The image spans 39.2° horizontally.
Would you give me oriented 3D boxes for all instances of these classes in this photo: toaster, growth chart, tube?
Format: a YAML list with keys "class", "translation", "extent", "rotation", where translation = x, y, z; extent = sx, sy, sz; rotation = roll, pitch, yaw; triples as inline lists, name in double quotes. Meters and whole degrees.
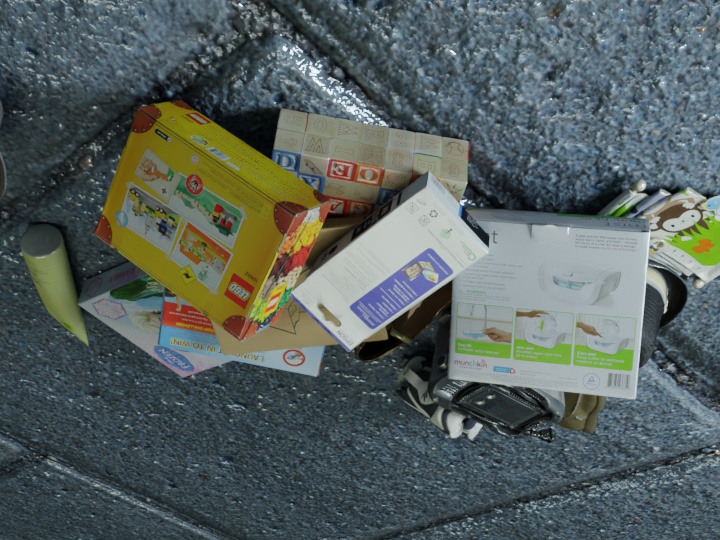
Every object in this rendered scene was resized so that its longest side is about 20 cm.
- class: "toaster"
  translation: [0.177, 0.119, 1.258]
  extent: [0.199, 0.130, 0.113]
  rotation: [27, 140, -24]
- class: "growth chart"
  translation: [0.347, -0.042, 1.112]
  extent: [0.198, 0.018, 0.145]
  rotation: [18, 141, -16]
- class: "tube"
  translation: [-0.385, 0.023, 1.280]
  extent: [0.051, 0.059, 0.201]
  rotation: [-5, 146, -8]

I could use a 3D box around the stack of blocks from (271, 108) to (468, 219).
- class: "stack of blocks"
  translation: [0.004, -0.093, 1.059]
  extent: [0.198, 0.059, 0.116]
  rotation: [10, 143, -5]

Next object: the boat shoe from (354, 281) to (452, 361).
- class: "boat shoe"
  translation: [0.061, 0.056, 1.236]
  extent: [0.074, 0.075, 0.202]
  rotation: [26, 139, -24]

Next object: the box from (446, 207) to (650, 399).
- class: "box"
  translation: [0.198, 0.030, 1.071]
  extent: [0.198, 0.097, 0.179]
  rotation: [4, 101, 15]

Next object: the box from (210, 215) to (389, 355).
- class: "box"
  translation: [-0.077, 0.021, 1.112]
  extent: [0.198, 0.021, 0.165]
  rotation: [-6, 127, 10]

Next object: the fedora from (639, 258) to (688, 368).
- class: "fedora"
  translation: [0.289, 0.064, 1.178]
  extent: [0.198, 0.092, 0.201]
  rotation: [6, 151, 4]

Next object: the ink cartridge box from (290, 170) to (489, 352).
- class: "ink cartridge box"
  translation: [0.027, -0.006, 1.040]
  extent: [0.199, 0.039, 0.099]
  rotation: [-36, 111, 26]

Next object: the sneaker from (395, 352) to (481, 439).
- class: "sneaker"
  translation: [0.114, 0.164, 1.384]
  extent: [0.080, 0.129, 0.199]
  rotation: [-54, 159, 14]

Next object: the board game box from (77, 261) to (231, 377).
- class: "board game box"
  translation: [-0.222, 0.052, 1.302]
  extent: [0.198, 0.041, 0.200]
  rotation: [-21, 135, 31]

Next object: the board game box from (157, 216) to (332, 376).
- class: "board game box"
  translation: [-0.124, 0.017, 1.164]
  extent: [0.198, 0.056, 0.197]
  rotation: [12, 128, -5]

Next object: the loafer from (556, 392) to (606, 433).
- class: "loafer"
  translation: [0.285, 0.162, 1.345]
  extent: [0.067, 0.077, 0.201]
  rotation: [-5, 142, 5]

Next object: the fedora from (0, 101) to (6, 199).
- class: "fedora"
  translation: [-0.433, -0.156, 1.015]
  extent: [0.198, 0.091, 0.178]
  rotation: [13, 142, 2]

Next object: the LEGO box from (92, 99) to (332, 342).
- class: "LEGO box"
  translation: [-0.149, -0.052, 1.004]
  extent: [0.199, 0.077, 0.150]
  rotation: [34, 116, 14]
